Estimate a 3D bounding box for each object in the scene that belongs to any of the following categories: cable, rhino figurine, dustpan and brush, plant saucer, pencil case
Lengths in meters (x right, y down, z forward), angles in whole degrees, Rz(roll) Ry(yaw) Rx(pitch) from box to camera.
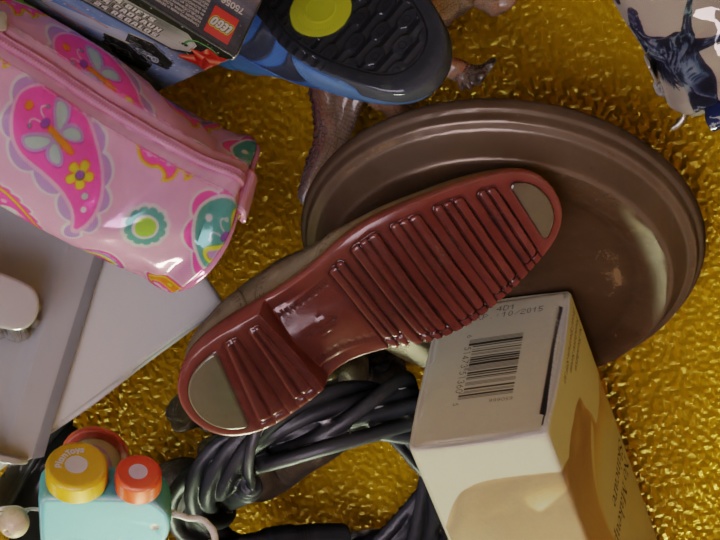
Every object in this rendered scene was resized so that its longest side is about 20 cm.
[{"bbox_3d":[-0.020,0.108,1.314,0.162,0.200,0.051,-16,61,16],"label":"cable"},{"bbox_3d":[-0.057,0.091,1.367,0.200,0.087,0.060,-37,57,28],"label":"rhino figurine"},{"bbox_3d":[-0.213,-0.002,1.164,0.199,0.057,0.140,18,84,-17],"label":"dustpan and brush"},{"bbox_3d":[0.069,-0.006,1.261,0.199,0.030,0.201,4,141,3],"label":"plant saucer"},{"bbox_3d":[0.132,-0.163,1.198,0.089,0.078,0.200,-33,99,12],"label":"pencil case"},{"bbox_3d":[-0.141,-0.069,1.145,0.200,0.088,0.087,32,120,-22],"label":"pencil case"}]

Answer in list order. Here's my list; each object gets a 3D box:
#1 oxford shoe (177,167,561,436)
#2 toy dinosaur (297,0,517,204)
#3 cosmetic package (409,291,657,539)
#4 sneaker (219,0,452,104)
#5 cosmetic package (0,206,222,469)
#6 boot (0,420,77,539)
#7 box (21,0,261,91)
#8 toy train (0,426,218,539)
[{"bbox_3d":[0.000,0.000,1.210,0.199,0.075,0.071,-27,115,10],"label":"oxford shoe"},{"bbox_3d":[0.006,-0.133,1.251,0.135,0.086,0.200,37,122,0],"label":"toy dinosaur"},{"bbox_3d":[0.093,0.119,1.282,0.071,0.105,0.200,-8,130,19],"label":"cosmetic package"},{"bbox_3d":[-0.033,-0.119,1.210,0.200,0.066,0.079,26,161,30],"label":"sneaker"},{"bbox_3d":[-0.202,-0.017,1.287,0.165,0.165,0.200,-36,100,-13],"label":"cosmetic package"},{"bbox_3d":[-0.113,0.185,1.362,0.199,0.066,0.165,31,118,5],"label":"boot"},{"bbox_3d":[-0.156,-0.147,1.142,0.200,0.040,0.137,31,161,-22],"label":"box"},{"bbox_3d":[-0.153,0.145,1.288,0.199,0.056,0.150,-29,130,23],"label":"toy train"}]
